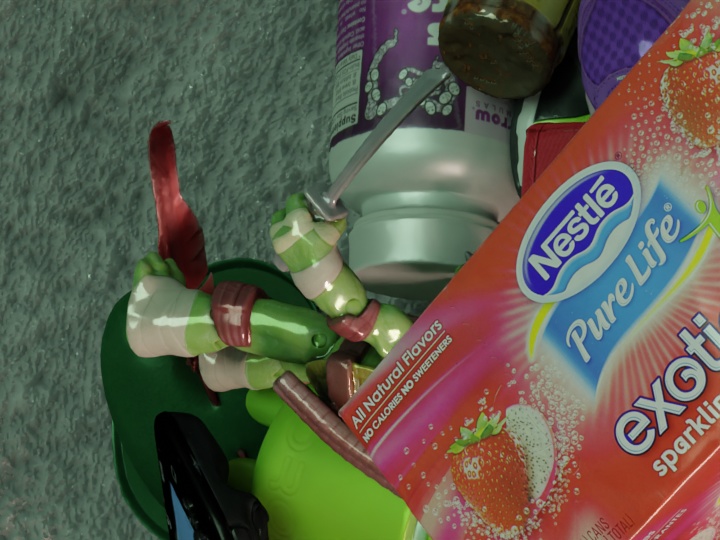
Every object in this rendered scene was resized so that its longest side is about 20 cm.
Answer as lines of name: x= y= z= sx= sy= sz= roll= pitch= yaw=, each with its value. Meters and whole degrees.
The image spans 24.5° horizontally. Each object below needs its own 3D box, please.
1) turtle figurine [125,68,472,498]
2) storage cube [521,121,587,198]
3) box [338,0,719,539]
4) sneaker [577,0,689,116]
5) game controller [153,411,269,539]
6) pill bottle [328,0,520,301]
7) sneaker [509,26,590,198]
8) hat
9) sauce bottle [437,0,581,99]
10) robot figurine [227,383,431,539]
turtle figurine: x=0.000 y=0.000 z=0.772 sx=0.193 sy=0.144 sz=0.201 roll=0 pitch=105 yaw=30
storage cube: x=0.173 y=0.038 z=0.611 sx=0.179 sy=0.171 sz=0.201 roll=0 pitch=84 yaw=35
box: x=0.101 y=0.011 z=0.502 sx=0.200 sy=0.095 sz=0.100 roll=-50 pitch=61 yaw=19
sneaker: x=0.138 y=-0.040 z=0.769 sx=0.080 sy=0.088 sz=0.201 roll=-2 pitch=110 yaw=36
game controller: x=-0.076 y=0.160 z=0.862 sx=0.042 sy=0.201 sz=0.104 roll=-27 pitch=54 yaw=-23
pill bottle: x=0.040 y=-0.090 z=0.889 sx=0.112 sy=0.112 sz=0.201 roll=-7 pitch=73 yaw=32
sneaker: x=0.143 y=-0.108 z=0.835 sx=0.083 sy=0.072 sz=0.201 roll=14 pitch=79 yaw=52
hat: x=-0.127 y=0.046 z=0.918 sx=0.165 sy=0.176 sz=0.201 roll=-3 pitch=74 yaw=33
sauce bottle: x=0.100 y=-0.179 z=0.844 sx=0.066 sy=0.066 sz=0.201 roll=3 pitch=52 yaw=34
robot figurine: x=0.027 y=0.116 z=0.834 sx=0.199 sy=0.116 sz=0.176 roll=16 pitch=85 yaw=36
